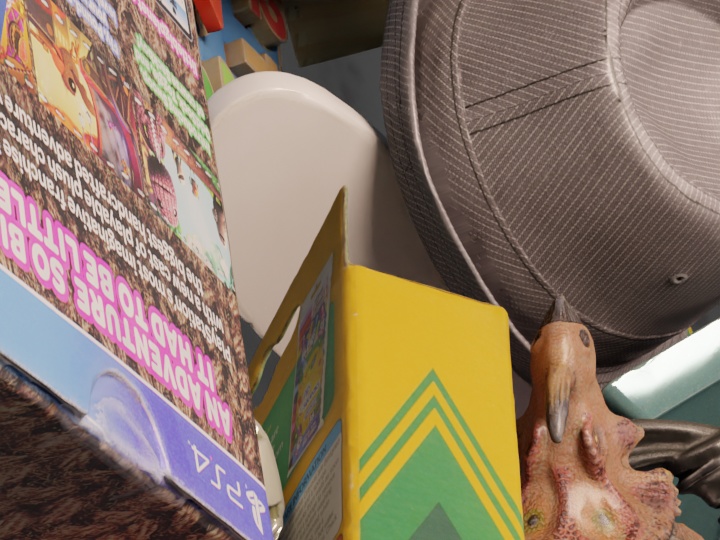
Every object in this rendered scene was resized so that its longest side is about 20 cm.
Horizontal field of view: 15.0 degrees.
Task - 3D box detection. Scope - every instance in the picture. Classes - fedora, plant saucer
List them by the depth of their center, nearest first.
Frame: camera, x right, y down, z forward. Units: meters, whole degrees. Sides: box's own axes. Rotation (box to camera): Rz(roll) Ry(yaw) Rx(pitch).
[{"bbox_3d":[0.093,-0.044,0.891,0.200,0.090,0.177,19,58,-53],"label":"fedora"},{"bbox_3d":[0.104,0.083,0.941,0.019,0.070,0.200,51,-22,26],"label":"plant saucer"}]

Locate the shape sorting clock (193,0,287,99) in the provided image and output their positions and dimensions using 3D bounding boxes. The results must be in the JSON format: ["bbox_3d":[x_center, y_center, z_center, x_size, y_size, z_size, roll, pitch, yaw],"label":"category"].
[{"bbox_3d":[-0.070,-0.126,0.895,0.200,0.039,0.200,-17,90,-77],"label":"shape sorting clock"}]

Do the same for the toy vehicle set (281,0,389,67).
[{"bbox_3d":[0.032,-0.133,1.068,0.200,0.124,0.027,-92,167,-70],"label":"toy vehicle set"}]

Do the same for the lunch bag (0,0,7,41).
[{"bbox_3d":[-0.135,-0.040,0.345,0.136,0.132,0.200,44,29,-33],"label":"lunch bag"}]

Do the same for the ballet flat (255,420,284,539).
[{"bbox_3d":[-0.053,0.062,0.681,0.200,0.069,0.069,-14,87,-77],"label":"ballet flat"}]

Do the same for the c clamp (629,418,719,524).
[{"bbox_3d":[0.116,0.128,0.845,0.200,0.171,0.027,58,1,2],"label":"c clamp"}]

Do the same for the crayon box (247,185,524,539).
[{"bbox_3d":[-0.004,0.090,0.725,0.200,0.052,0.126,-92,-157,-48],"label":"crayon box"}]

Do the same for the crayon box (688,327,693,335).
[{"bbox_3d":[0.072,0.058,1.058,0.051,0.127,0.200,-90,160,-50],"label":"crayon box"}]

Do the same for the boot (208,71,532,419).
[{"bbox_3d":[0.000,0.000,0.914,0.200,0.073,0.090,55,5,-32],"label":"boot"}]

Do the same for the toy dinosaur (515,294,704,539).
[{"bbox_3d":[0.088,0.116,0.758,0.200,0.086,0.136,50,-2,12],"label":"toy dinosaur"}]

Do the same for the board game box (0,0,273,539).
[{"bbox_3d":[-0.101,-0.040,0.544,0.159,0.097,0.200,49,28,-60],"label":"board game box"}]
